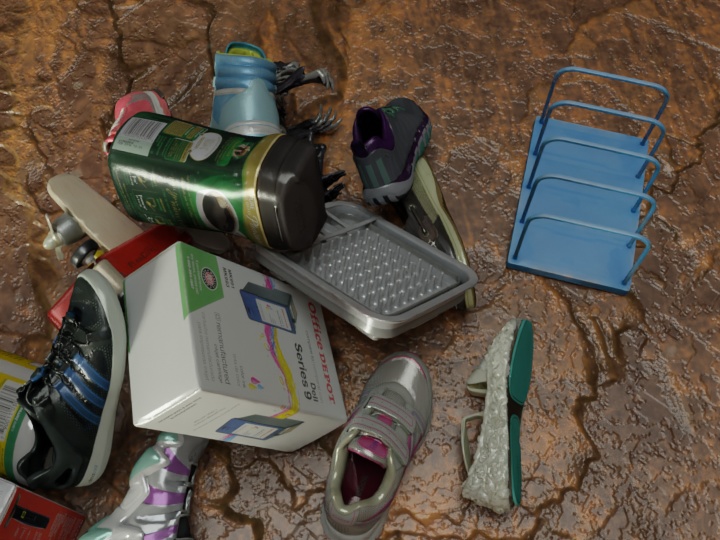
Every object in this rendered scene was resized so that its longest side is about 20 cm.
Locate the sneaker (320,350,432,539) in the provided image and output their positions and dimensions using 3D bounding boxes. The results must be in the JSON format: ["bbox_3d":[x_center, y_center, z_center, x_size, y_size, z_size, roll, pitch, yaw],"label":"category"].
[{"bbox_3d":[0.021,0.168,0.798,0.080,0.088,0.202,17,67,8],"label":"sneaker"}]

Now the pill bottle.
[{"bbox_3d":[-0.381,0.129,0.806,0.197,0.113,0.114,17,67,7],"label":"pill bottle"}]

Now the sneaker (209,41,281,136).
[{"bbox_3d":[-0.135,-0.168,0.888,0.078,0.199,0.133,2,81,-28],"label":"sneaker"}]

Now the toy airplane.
[{"bbox_3d":[-0.236,0.000,0.864,0.197,0.141,0.202,12,49,-36],"label":"toy airplane"}]

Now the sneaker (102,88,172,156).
[{"bbox_3d":[-0.250,-0.153,0.910,0.086,0.075,0.200,-10,31,-32],"label":"sneaker"}]

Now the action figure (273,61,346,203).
[{"bbox_3d":[-0.070,-0.179,0.944,0.101,0.119,0.202,-24,77,1],"label":"action figure"}]

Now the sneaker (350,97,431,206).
[{"bbox_3d":[0.032,-0.161,0.908,0.073,0.088,0.201,-14,35,19],"label":"sneaker"}]

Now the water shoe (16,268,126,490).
[{"bbox_3d":[-0.256,0.100,0.714,0.071,0.078,0.203,18,105,45],"label":"water shoe"}]

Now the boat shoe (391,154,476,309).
[{"bbox_3d":[0.072,-0.038,0.905,0.064,0.074,0.202,-18,57,-2],"label":"boat shoe"}]

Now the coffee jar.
[{"bbox_3d":[-0.129,-0.084,0.767,0.197,0.105,0.086,12,50,18],"label":"coffee jar"}]

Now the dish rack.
[{"bbox_3d":[0.000,0.000,0.816,0.199,0.044,0.171,30,32,30],"label":"dish rack"}]

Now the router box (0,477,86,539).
[{"bbox_3d":[-0.371,0.199,0.738,0.197,0.180,0.049,18,67,9],"label":"router box"}]

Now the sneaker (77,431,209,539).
[{"bbox_3d":[-0.171,0.250,0.776,0.139,0.078,0.201,34,80,13],"label":"sneaker"}]

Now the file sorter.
[{"bbox_3d":[0.254,-0.102,0.899,0.137,0.123,0.203,13,66,6],"label":"file sorter"}]

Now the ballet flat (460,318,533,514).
[{"bbox_3d":[0.133,0.139,0.825,0.071,0.072,0.203,8,66,4],"label":"ballet flat"}]

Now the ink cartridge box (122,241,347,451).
[{"bbox_3d":[-0.115,0.078,0.769,0.087,0.199,0.147,-29,57,25],"label":"ink cartridge box"}]
